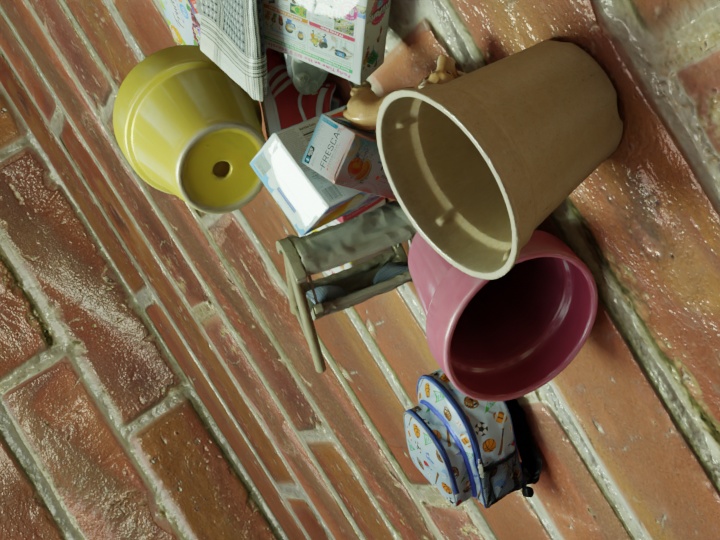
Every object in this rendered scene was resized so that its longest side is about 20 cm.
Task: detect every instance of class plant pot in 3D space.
[{"bbox_3d":[-0.212,-0.173,1.500,0.189,0.199,0.202,51,161,50],"label":"plant pot"},{"bbox_3d":[0.147,0.020,1.306,0.179,0.198,0.201,-125,16,-51],"label":"plant pot"},{"bbox_3d":[0.147,-0.124,1.092,0.200,0.183,0.201,45,155,28],"label":"plant pot"}]

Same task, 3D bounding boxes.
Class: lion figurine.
[{"bbox_3d":[0.045,-0.186,1.257,0.198,0.122,0.073,-17,106,33],"label":"lion figurine"}]

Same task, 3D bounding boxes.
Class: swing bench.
[{"bbox_3d":[0.000,0.000,1.514,0.201,0.197,0.130,81,166,-46],"label":"swing bench"}]

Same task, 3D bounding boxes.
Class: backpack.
[{"bbox_3d":[0.148,0.229,1.632,0.200,0.153,0.192,34,139,49],"label":"backpack"}]

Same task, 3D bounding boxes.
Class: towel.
[{"bbox_3d":[-0.164,-0.328,1.348,0.200,0.034,0.194,-129,30,-47],"label":"towel"}]

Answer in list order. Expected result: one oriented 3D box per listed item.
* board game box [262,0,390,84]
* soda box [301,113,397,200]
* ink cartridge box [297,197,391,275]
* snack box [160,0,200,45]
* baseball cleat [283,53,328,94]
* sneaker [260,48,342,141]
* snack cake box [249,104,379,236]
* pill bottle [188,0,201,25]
[{"bbox_3d":[-0.041,-0.329,1.266,0.146,0.064,0.201,25,136,18],"label":"board game box"},{"bbox_3d":[0.027,-0.126,1.341,0.068,0.199,0.064,35,106,39],"label":"soda box"},{"bbox_3d":[-0.031,-0.081,1.656,0.145,0.083,0.201,39,152,38],"label":"ink cartridge box"},{"bbox_3d":[-0.264,-0.432,1.712,0.142,0.053,0.202,34,149,47],"label":"snack box"},{"bbox_3d":[-0.083,-0.333,1.466,0.106,0.069,0.202,45,146,41],"label":"baseball cleat"},{"bbox_3d":[-0.087,-0.255,1.584,0.072,0.111,0.202,82,177,-51],"label":"sneaker"},{"bbox_3d":[-0.031,-0.135,1.422,0.115,0.199,0.067,53,131,7],"label":"snack cake box"},{"bbox_3d":[-0.189,-0.399,1.522,0.112,0.112,0.202,12,131,60],"label":"pill bottle"}]
